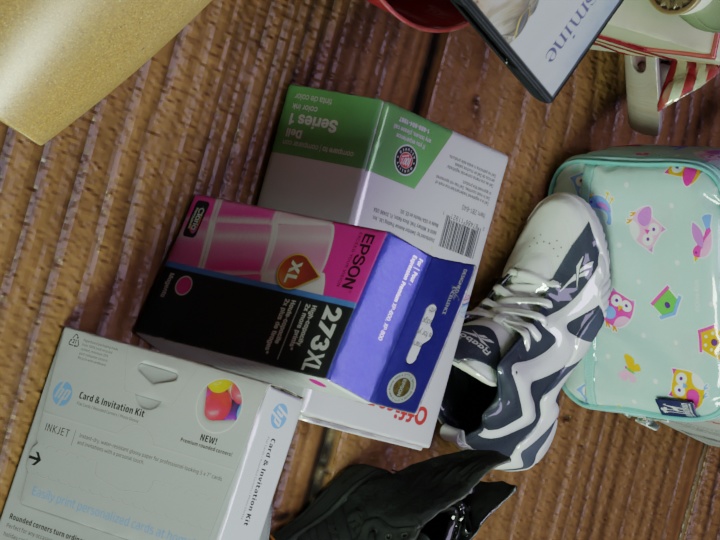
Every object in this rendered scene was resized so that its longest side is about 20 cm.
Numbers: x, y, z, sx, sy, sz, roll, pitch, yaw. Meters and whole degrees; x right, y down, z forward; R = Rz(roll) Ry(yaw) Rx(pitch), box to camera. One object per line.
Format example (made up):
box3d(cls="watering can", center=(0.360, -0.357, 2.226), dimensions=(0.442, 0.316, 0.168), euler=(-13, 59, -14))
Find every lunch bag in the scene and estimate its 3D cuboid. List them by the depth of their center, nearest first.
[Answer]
box3d(cls="lunch bag", center=(0.209, 0.012, 1.851), dimensions=(0.077, 0.160, 0.200), euler=(-17, 108, -54))

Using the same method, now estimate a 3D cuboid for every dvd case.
box3d(cls="dvd case", center=(0.111, -0.192, 1.489), dimensions=(0.143, 0.018, 0.200), euler=(-56, 150, -3))

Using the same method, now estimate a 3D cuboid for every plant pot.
box3d(cls="plant pot", center=(-0.148, -0.171, 1.335), dimensions=(0.186, 0.186, 0.200), euler=(34, 87, -51))

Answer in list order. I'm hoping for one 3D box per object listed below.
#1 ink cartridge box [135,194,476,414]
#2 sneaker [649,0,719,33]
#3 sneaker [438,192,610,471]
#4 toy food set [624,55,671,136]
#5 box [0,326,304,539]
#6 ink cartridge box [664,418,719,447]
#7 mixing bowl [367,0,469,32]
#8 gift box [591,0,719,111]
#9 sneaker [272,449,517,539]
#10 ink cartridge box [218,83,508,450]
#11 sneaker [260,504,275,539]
box3d(cls="ink cartridge box", center=(-0.034, 0.018, 1.501), dimensions=(0.037, 0.200, 0.095), euler=(40, 69, -50))
box3d(cls="sneaker", center=(0.239, -0.242, 1.608), dimensions=(0.090, 0.067, 0.201), euler=(20, 86, -47))
box3d(cls="sneaker", center=(0.100, 0.038, 1.777), dimensions=(0.130, 0.079, 0.199), euler=(14, 100, -61))
box3d(cls="toy food set", center=(0.250, -0.201, 1.898), dimensions=(0.200, 0.060, 0.144), euler=(-40, 131, -50))
box3d(cls="box", center=(-0.131, 0.145, 1.453), dimensions=(0.041, 0.156, 0.200), euler=(24, 81, -55))
box3d(cls="ink cartridge box", center=(0.291, 0.088, 1.986), dimensions=(0.200, 0.144, 0.084), euler=(24, 80, -53))
box3d(cls="mixing bowl", center=(0.017, -0.248, 1.560), dimensions=(0.200, 0.108, 0.201), euler=(-18, 114, -48))
box3d(cls="gift box", center=(0.156, -0.217, 1.699), dimensions=(0.187, 0.184, 0.200), euler=(8, 98, -44))
box3d(cls="sneaker", center=(0.008, 0.184, 1.684), dimensions=(0.200, 0.104, 0.060), euler=(-46, 134, -34))
box3d(cls="ink cartridge box", center=(0.000, 0.000, 1.634), dimensions=(0.145, 0.084, 0.200), euler=(19, 85, -53))
box3d(cls="sneaker", center=(-0.077, 0.203, 1.599), dimensions=(0.077, 0.078, 0.200), euler=(-9, 119, -36))
